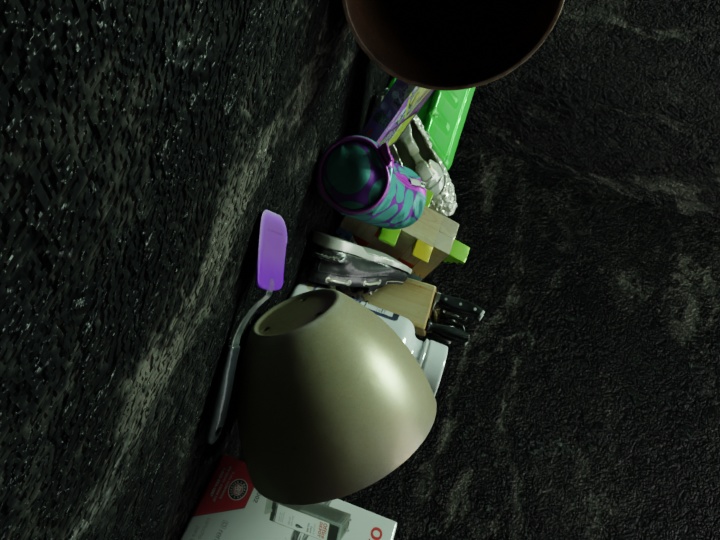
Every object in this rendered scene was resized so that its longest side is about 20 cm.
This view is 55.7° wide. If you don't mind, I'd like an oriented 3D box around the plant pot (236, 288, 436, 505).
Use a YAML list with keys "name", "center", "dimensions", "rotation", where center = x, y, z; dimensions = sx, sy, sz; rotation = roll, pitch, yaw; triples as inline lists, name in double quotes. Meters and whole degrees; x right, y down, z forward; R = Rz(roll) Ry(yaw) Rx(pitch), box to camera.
- name: "plant pot"
  center: [-0.040, 0.100, 0.653]
  dimensions: [0.201, 0.195, 0.137]
  rotation: [-61, 132, -63]

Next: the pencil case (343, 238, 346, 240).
- name: "pencil case"
  center: [-0.026, 0.056, 1.057]
  dimensions: [0.090, 0.076, 0.205]
  rotation: [57, 50, -68]

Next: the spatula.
- name: "spatula"
  center: [-0.098, 0.051, 0.583]
  dimensions: [0.205, 0.020, 0.056]
  rotation: [-70, 162, 2]

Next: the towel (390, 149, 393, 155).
- name: "towel"
  center: [0.020, -0.131, 1.077]
  dimensions: [0.201, 0.047, 0.114]
  rotation: [97, 12, -67]

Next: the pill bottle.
- name: "pill bottle"
  center: [0.001, 0.097, 0.816]
  dimensions: [0.111, 0.195, 0.114]
  rotation: [19, 91, -84]

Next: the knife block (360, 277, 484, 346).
- name: "knife block"
  center: [0.071, 0.048, 0.972]
  dimensions: [0.173, 0.197, 0.066]
  rotation: [2, -110, 52]

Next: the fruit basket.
- name: "fruit basket"
  center: [0.107, -0.265, 1.128]
  dimensions: [0.216, 0.152, 0.221]
  rotation: [-46, 145, -48]

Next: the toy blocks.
- name: "toy blocks"
  center: [0.044, -0.053, 0.978]
  dimensions: [0.102, 0.196, 0.137]
  rotation: [-66, -172, -25]

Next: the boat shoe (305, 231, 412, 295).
- name: "boat shoe"
  center: [0.000, 0.000, 0.879]
  dimensions: [0.198, 0.073, 0.062]
  rotation: [15, 95, -58]

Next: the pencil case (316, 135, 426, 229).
- name: "pencil case"
  center: [0.020, -0.098, 0.798]
  dimensions: [0.087, 0.090, 0.199]
  rotation: [70, 16, 7]

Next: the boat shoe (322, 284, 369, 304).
- name: "boat shoe"
  center: [-0.014, 0.064, 0.921]
  dimensions: [0.073, 0.063, 0.206]
  rotation: [108, -25, -72]

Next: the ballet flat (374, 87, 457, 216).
- name: "ballet flat"
  center: [0.074, -0.162, 0.960]
  dimensions: [0.071, 0.203, 0.072]
  rotation: [-29, -176, 2]

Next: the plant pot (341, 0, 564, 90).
- name: "plant pot"
  center: [0.081, -0.303, 0.611]
  dimensions: [0.189, 0.181, 0.204]
  rotation: [102, -5, -51]

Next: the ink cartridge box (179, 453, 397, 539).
- name: "ink cartridge box"
  center: [-0.076, 0.292, 0.664]
  dimensions: [0.148, 0.195, 0.084]
  rotation: [-66, 172, -46]

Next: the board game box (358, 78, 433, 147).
- name: "board game box"
  center: [0.057, -0.210, 0.827]
  dimensions: [0.200, 0.032, 0.120]
  rotation: [-50, -179, 42]
